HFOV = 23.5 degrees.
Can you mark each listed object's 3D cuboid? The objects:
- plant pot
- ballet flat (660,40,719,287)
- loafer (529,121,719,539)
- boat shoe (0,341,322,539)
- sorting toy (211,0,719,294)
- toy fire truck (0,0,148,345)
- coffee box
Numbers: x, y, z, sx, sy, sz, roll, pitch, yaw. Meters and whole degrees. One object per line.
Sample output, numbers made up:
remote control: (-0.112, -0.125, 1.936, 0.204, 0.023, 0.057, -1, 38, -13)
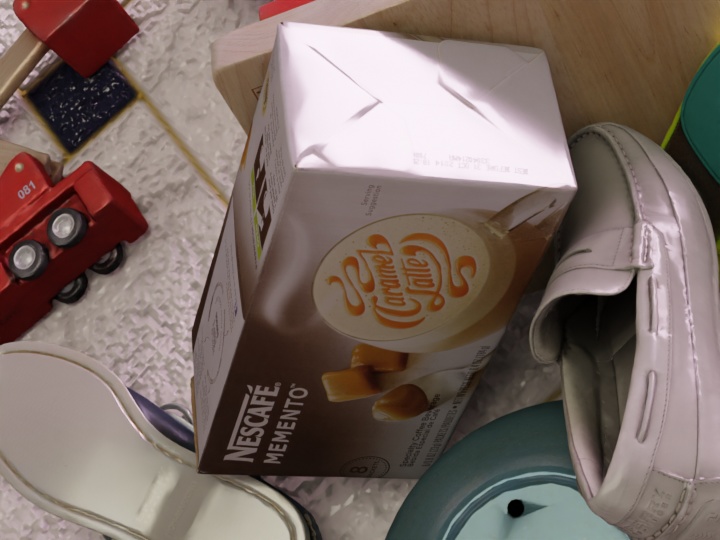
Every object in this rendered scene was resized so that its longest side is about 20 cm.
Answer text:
plant pot: (0.086, 0.139, 0.702, 0.198, 0.135, 0.202, -6, 71, 16)
ballet flat: (0.158, -0.042, 0.725, 0.067, 0.201, 0.067, -11, 57, -35)
loafer: (0.099, 0.015, 0.664, 0.070, 0.069, 0.201, -56, 29, 37)
boat shoe: (-0.100, 0.097, 0.820, 0.199, 0.062, 0.075, 23, 78, 22)
sorting toy: (0.061, -0.078, 0.758, 0.197, 0.200, 0.070, -18, 50, 12)
toy fire truck: (-0.184, -0.047, 0.904, 0.199, 0.049, 0.141, -39, 63, 5)
coffee box: (0.000, 0.000, 0.721, 0.113, 0.201, 0.080, 5, 50, -16)
